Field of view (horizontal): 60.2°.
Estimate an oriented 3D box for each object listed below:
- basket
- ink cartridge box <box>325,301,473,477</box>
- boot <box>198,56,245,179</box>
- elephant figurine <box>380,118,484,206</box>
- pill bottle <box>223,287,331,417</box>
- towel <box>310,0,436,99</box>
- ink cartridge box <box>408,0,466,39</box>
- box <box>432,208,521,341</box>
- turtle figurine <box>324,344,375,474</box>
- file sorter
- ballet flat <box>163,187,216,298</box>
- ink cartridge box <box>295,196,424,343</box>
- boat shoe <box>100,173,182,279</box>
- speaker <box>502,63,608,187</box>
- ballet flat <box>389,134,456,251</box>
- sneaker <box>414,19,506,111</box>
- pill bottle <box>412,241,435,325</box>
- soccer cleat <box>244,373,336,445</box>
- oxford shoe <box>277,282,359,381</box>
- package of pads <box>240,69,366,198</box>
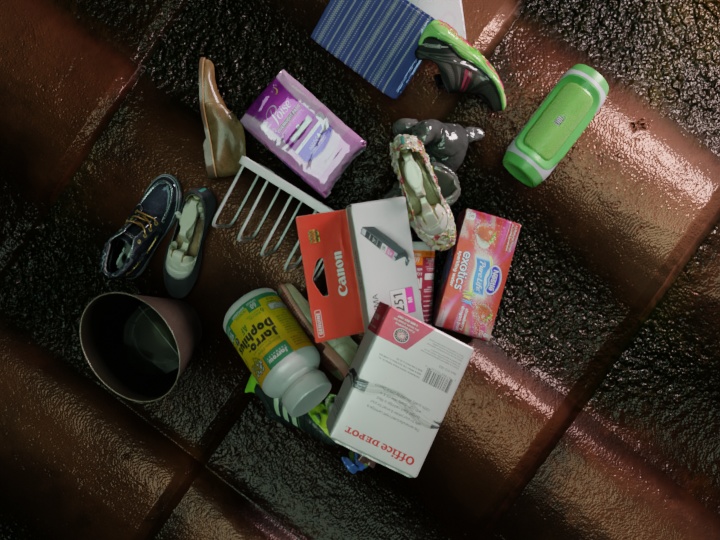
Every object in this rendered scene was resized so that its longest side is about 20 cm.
[{"bbox_3d":[-0.344,0.111,1.029,0.136,0.200,0.181,-42,91,2],"label":"basket"},{"bbox_3d":[0.054,0.170,0.902,0.142,0.084,0.204,26,88,-8],"label":"ink cartridge box"},{"bbox_3d":[-0.242,-0.267,1.083,0.073,0.074,0.206,-7,101,-5],"label":"boot"},{"bbox_3d":[0.106,-0.145,1.050,0.152,0.140,0.206,8,96,34],"label":"elephant figurine"},{"bbox_3d":[-0.136,0.138,1.035,0.112,0.113,0.201,-40,67,3],"label":"pill bottle"},{"bbox_3d":[0.026,-0.409,1.067,0.199,0.024,0.146,39,104,11],"label":"towel"},{"bbox_3d":[0.075,-0.459,1.073,0.195,0.057,0.167,-8,92,-3],"label":"ink cartridge box"},{"bbox_3d":[0.194,0.006,1.060,0.097,0.095,0.205,16,92,0],"label":"box"},{"bbox_3d":[0.021,0.211,1.028,0.142,0.199,0.198,26,114,22],"label":"turtle figurine"},{"bbox_3d":[-0.128,-0.081,1.048,0.197,0.139,0.126,30,95,1],"label":"file sorter"},{"bbox_3d":[-0.308,-0.049,1.089,0.071,0.073,0.205,18,93,1],"label":"ballet flat"},{"bbox_3d":[0.000,0.000,0.960,0.169,0.043,0.206,-11,95,-16],"label":"ink cartridge box"},{"bbox_3d":[-0.377,-0.075,1.078,0.070,0.091,0.204,26,92,1],"label":"boat shoe"},{"bbox_3d":[0.330,-0.244,1.053,0.088,0.088,0.201,37,93,0],"label":"speaker"},{"bbox_3d":[0.095,-0.113,0.969,0.074,0.064,0.203,-24,106,12],"label":"ballet flat"},{"bbox_3d":[0.170,-0.334,1.048,0.198,0.078,0.084,34,119,-24],"label":"sneaker"},{"bbox_3d":[0.071,0.053,1.059,0.106,0.110,0.206,2,92,2],"label":"pill bottle"},{"bbox_3d":[-0.118,0.245,1.096,0.199,0.067,0.082,39,109,11],"label":"soccer cleat"},{"bbox_3d":[-0.070,0.096,1.097,0.073,0.071,0.201,-38,89,-23],"label":"oxford shoe"},{"bbox_3d":[-0.096,-0.235,1.072,0.199,0.076,0.121,41,90,0],"label":"package of pads"}]
